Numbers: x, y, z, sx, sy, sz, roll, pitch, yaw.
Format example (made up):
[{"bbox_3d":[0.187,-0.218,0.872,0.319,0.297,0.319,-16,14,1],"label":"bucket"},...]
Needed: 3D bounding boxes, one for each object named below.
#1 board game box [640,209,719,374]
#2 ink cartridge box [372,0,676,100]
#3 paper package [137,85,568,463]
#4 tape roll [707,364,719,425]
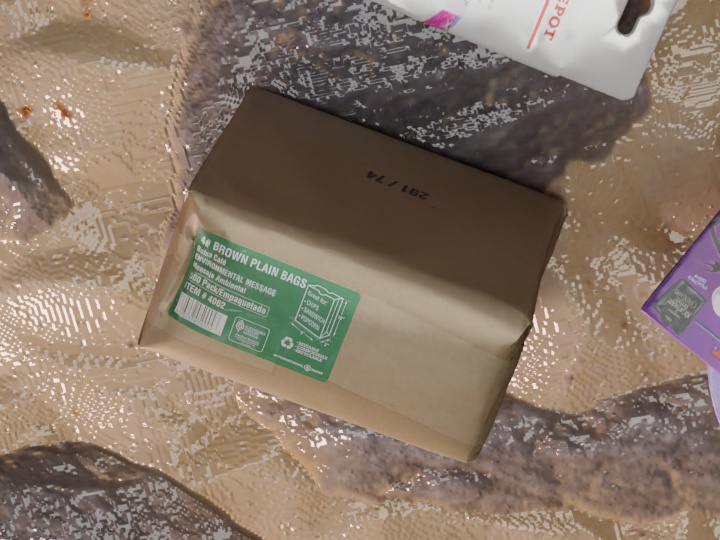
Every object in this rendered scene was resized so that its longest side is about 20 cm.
[{"bbox_3d":[0.265,0.036,1.488,0.200,0.032,0.120,38,108,4],"label":"board game box"},{"bbox_3d":[0.079,-0.186,1.512,0.200,0.068,0.115,23,113,0],"label":"ink cartridge box"},{"bbox_3d":[0.000,0.000,1.532,0.200,0.191,0.104,21,113,1],"label":"paper package"},{"bbox_3d":[0.295,0.045,1.539,0.199,0.085,0.201,2,99,11],"label":"tape roll"}]
